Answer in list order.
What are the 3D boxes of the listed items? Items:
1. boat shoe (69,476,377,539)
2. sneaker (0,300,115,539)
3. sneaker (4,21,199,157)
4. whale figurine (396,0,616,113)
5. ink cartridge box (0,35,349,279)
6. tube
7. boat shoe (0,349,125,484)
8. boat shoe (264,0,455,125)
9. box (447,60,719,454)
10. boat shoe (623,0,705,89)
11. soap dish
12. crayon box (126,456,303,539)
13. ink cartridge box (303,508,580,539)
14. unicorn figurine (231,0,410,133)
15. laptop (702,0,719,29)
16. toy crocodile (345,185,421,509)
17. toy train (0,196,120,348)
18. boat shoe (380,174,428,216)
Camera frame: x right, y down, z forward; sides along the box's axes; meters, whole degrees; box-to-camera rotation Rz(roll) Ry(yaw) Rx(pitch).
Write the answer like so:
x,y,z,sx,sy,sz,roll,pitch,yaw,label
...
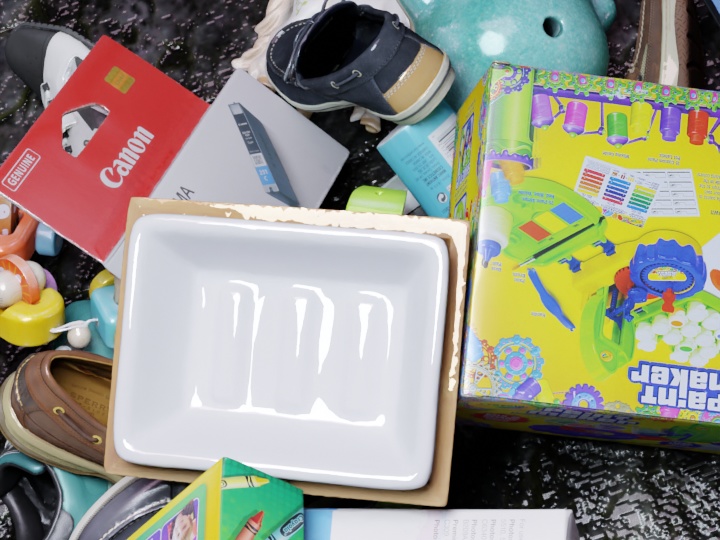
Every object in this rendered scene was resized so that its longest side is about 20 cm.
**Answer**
x,y,z,sx,sy,sz,roll,pitch,yaw,label
-0.078,0.144,1.541,0.199,0.073,0.063,-22,31,-1,boat shoe
-0.183,0.103,1.617,0.079,0.071,0.201,15,54,-30,sneaker
-0.180,-0.092,1.744,0.200,0.074,0.089,35,71,28,sneaker
0.099,-0.178,1.666,0.158,0.104,0.202,7,79,-22,whale figurine
-0.113,-0.063,1.627,0.176,0.045,0.200,36,36,-6,ink cartridge box
0.092,-0.016,1.615,0.077,0.050,0.200,-40,94,-7,tube
-0.116,0.098,1.575,0.199,0.068,0.072,20,56,-18,boat shoe
-0.012,-0.136,1.637,0.075,0.062,0.200,-54,27,-7,boat shoe
0.153,-0.002,1.527,0.198,0.122,0.194,7,79,-7,box
0.178,-0.098,1.672,0.074,0.075,0.204,-6,59,16,boat shoe
-0.038,0.044,1.483,0.198,0.081,0.159,4,88,13,soap dish
-0.111,0.207,1.457,0.200,0.058,0.119,-41,35,36,crayon box
0.051,0.216,1.482,0.198,0.129,0.126,-1,60,13,ink cartridge box
0.016,-0.159,1.741,0.199,0.074,0.138,21,71,20,unicorn figurine
0.323,-0.194,1.676,0.177,0.103,0.200,-41,60,-12,laptop
0.013,0.049,1.597,0.067,0.062,0.202,-6,94,12,toy crocodile
-0.176,-0.008,1.648,0.199,0.056,0.150,10,35,15,toy train
0.000,0.000,1.655,0.199,0.076,0.061,-35,103,-2,boat shoe
